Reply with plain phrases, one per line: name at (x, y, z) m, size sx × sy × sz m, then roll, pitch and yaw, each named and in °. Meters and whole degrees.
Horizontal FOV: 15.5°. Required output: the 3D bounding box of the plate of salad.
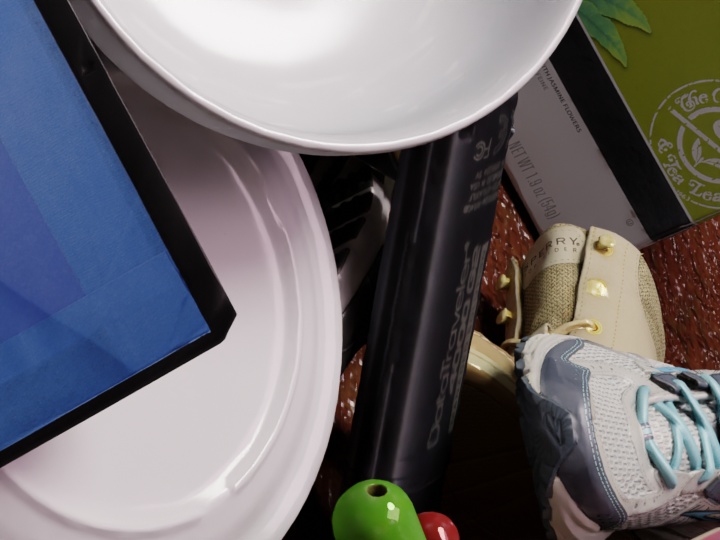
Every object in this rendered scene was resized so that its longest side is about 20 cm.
plate of salad at (-0.086, 0.012, 0.821) m, size 0.199 × 0.048 × 0.201 m, roll 10°, pitch 75°, yaw -42°

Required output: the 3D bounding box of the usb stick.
usb stick at (0.019, 0.027, 0.909) m, size 0.055 × 0.032 × 0.201 m, roll -25°, pitch 129°, yaw -61°

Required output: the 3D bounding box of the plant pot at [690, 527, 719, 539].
plant pot at (0.131, 0.199, 0.938) m, size 0.179 × 0.200 × 0.200 m, roll 55°, pitch 26°, yaw 14°

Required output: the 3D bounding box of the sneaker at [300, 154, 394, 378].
sneaker at (0.000, 0.000, 0.969) m, size 0.080 × 0.073 × 0.200 m, roll 56°, pitch 31°, yaw -22°

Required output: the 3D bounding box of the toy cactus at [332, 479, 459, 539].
toy cactus at (0.040, 0.166, 0.838) m, size 0.102 × 0.164 × 0.201 m, roll 133°, pitch -50°, yaw -75°

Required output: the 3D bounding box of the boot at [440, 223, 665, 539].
boot at (0.070, 0.040, 1.047) m, size 0.200 × 0.072 × 0.156 m, roll 45°, pitch 38°, yaw -42°

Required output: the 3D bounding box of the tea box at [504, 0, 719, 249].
tea box at (0.140, -0.138, 1.177) m, size 0.201 × 0.196 × 0.134 m, roll 59°, pitch 29°, yaw -12°

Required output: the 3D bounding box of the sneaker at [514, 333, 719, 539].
sneaker at (0.120, 0.056, 0.957) m, size 0.200 × 0.086 × 0.078 m, roll 13°, pitch 65°, yaw -63°

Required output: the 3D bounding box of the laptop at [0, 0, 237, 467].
laptop at (-0.150, -0.009, 0.690) m, size 0.178 × 0.103 × 0.200 m, roll 62°, pitch 29°, yaw -7°

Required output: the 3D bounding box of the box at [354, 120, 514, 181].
box at (-0.021, -0.129, 0.982) m, size 0.159 × 0.046 × 0.200 m, roll 31°, pitch 31°, yaw -20°

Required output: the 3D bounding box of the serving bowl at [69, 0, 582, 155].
serving bowl at (-0.023, -0.131, 0.836) m, size 0.199 × 0.066 × 0.201 m, roll 4°, pitch 80°, yaw -26°
